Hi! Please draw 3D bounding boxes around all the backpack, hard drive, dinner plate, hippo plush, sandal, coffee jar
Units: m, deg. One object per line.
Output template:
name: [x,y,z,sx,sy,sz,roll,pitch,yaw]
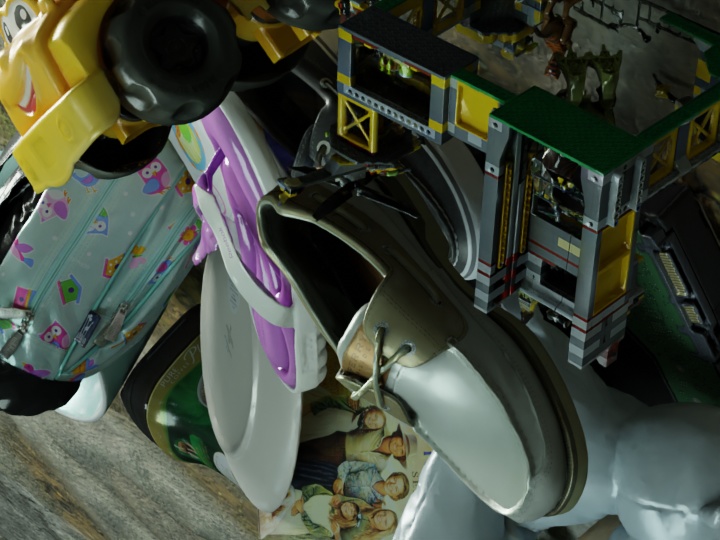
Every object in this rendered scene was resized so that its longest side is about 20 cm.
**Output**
backpack: [-0.159,-0.022,1.377,0.127,0.200,0.167,32,-166,-14]
hard drive: [0.108,0.004,1.170,0.200,0.038,0.140,15,143,51]
dinner plate: [-0.069,0.044,1.389,0.200,0.024,0.200,178,90,-72]
hippo plush: [0.121,0.087,1.115,0.161,0.159,0.200,21,109,11]
sandal: [-0.058,-0.006,1.202,0.082,0.050,0.203,46,158,46]
coffee jar: [-0.058,0.099,1.520,0.200,0.104,0.085,28,155,36]

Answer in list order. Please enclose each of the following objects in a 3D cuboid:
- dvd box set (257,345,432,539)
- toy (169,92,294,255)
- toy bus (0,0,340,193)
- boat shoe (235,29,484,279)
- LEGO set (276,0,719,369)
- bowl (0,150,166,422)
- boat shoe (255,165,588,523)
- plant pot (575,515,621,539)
dvd box set: [0.014,0.113,1.360,0.200,0.029,0.146,-5,86,46]
toy: [-0.076,-0.097,1.264,0.200,0.047,0.115,55,158,8]
toy bus: [-0.102,-0.158,1.056,0.192,0.200,0.136,55,155,-5]
boat shoe: [-0.009,-0.062,1.154,0.200,0.066,0.070,52,147,28]
LEGO set: [0.077,-0.048,0.988,0.200,0.154,0.116,24,133,25]
bowl: [-0.202,-0.007,1.571,0.201,0.105,0.201,38,153,24]
boat shoe: [0.021,0.033,1.013,0.200,0.068,0.075,53,134,36]
plant pot: [0.162,0.199,1.219,0.200,0.183,0.200,36,155,20]
